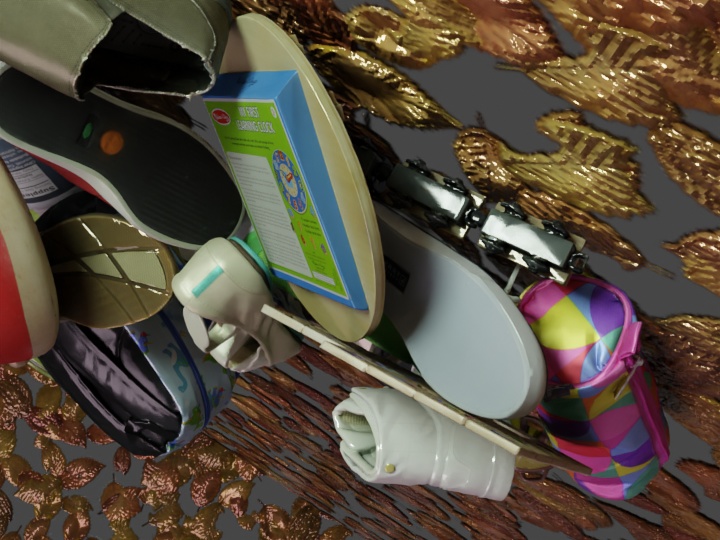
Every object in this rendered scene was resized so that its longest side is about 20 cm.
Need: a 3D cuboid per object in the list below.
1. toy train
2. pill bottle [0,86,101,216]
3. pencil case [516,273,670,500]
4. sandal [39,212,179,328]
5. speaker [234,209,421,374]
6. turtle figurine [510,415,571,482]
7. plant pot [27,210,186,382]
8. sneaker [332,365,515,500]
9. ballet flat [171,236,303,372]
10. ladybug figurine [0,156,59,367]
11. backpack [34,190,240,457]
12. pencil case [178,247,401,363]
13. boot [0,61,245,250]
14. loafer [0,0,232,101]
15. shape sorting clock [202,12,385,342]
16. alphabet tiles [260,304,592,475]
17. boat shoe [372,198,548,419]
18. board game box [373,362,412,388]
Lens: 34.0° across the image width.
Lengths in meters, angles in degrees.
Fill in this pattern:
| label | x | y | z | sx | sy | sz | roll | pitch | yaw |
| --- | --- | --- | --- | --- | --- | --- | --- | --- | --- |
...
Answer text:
| label | x | y | z | sx | sy | sz | roll | pitch | yaw |
| --- | --- | --- | --- | --- | --- | --- | --- | --- | --- |
| toy train | 0.048 | -0.040 | 0.710 | 0.199 | 0.034 | 0.046 | 27 | 175 | 25 |
| pill bottle | -0.260 | -0.119 | 0.923 | 0.119 | 0.120 | 0.200 | 25 | 162 | 27 |
| pencil case | 0.154 | 0.081 | 0.771 | 0.088 | 0.089 | 0.200 | 23 | 162 | 31 |
| sandal | -0.204 | 0.004 | 0.842 | 0.199 | 0.054 | 0.081 | -13 | 98 | 34 |
| speaker | 0.000 | 0.000 | 0.828 | 0.199 | 0.089 | 0.089 | 30 | 163 | 13 |
| turtle figurine | 0.126 | 0.130 | 0.948 | 0.199 | 0.065 | 0.161 | 33 | 175 | 10 |
| plant pot | -0.257 | 0.001 | 1.112 | 0.186 | 0.201 | 0.187 | 30 | 163 | 10 |
| sneaker | 0.036 | 0.093 | 0.860 | 0.115 | 0.074 | 0.200 | 7 | -162 | -10 |
| ballet flat | -0.088 | 0.035 | 0.828 | 0.069 | 0.070 | 0.200 | 28 | 165 | 16 |
| ladybug figurine | -0.264 | -0.016 | 0.772 | 0.135 | 0.072 | 0.201 | 12 | 127 | 45 |
| backpack | -0.188 | 0.051 | 0.946 | 0.163 | 0.153 | 0.201 | -38 | 80 | 41 |
| pencil case | -0.046 | 0.001 | 0.925 | 0.199 | 0.078 | 0.090 | 29 | 143 | 14 |
| boot | -0.177 | -0.087 | 0.788 | 0.199 | 0.073 | 0.144 | 32 | 176 | -34 |
| loafer | -0.158 | -0.134 | 0.622 | 0.198 | 0.070 | 0.075 | 3 | 141 | -25 |
| shape sorting clock | -0.036 | -0.053 | 0.694 | 0.200 | 0.039 | 0.201 | 53 | 159 | 30 |
| alphabet tiles | 0.037 | 0.073 | 0.729 | 0.199 | 0.008 | 0.167 | 26 | 179 | 28 |
| boat shoe | 0.058 | 0.019 | 0.717 | 0.086 | 0.075 | 0.202 | 4 | -155 | -42 |
| board game box | 0.029 | 0.078 | 1.092 | 0.200 | 0.028 | 0.135 | 40 | 162 | -20 |
